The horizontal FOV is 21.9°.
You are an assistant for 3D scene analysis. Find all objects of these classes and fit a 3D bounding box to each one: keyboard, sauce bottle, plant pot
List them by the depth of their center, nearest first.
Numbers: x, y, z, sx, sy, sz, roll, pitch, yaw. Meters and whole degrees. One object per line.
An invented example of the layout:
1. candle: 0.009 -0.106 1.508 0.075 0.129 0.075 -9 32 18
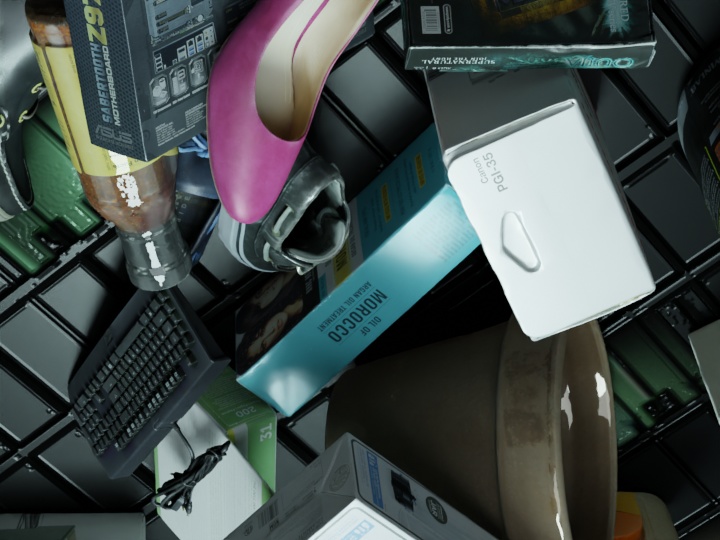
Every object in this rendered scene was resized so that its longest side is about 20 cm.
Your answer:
1. sauce bottle: -0.141 -0.077 1.086 0.066 0.066 0.201 -10 129 1
2. keyboard: -0.134 0.092 1.219 0.127 0.021 0.200 54 144 8
3. plant pot: 0.072 0.121 1.258 0.174 0.201 0.201 -3 127 17

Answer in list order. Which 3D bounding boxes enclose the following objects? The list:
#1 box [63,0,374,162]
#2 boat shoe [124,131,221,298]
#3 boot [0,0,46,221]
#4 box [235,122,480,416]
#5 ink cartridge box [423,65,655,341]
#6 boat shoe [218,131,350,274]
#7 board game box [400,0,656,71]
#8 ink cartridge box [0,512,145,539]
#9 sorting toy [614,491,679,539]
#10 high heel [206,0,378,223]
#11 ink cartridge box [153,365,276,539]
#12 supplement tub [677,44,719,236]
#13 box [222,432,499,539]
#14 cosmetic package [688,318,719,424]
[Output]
1. box: -0.076 -0.172 1.029 0.051 0.200 0.159 19 129 35
2. boat shoe: -0.097 -0.065 1.170 0.084 0.069 0.201 8 123 -11
3. boot: -0.180 -0.127 1.119 0.153 0.074 0.204 -11 126 -2
4. box: 0.000 0.000 1.217 0.049 0.082 0.200 37 114 -25
5. ink cartridge box: 0.099 -0.079 1.099 0.082 0.200 0.147 -22 124 10
6. boat shoe: -0.043 -0.030 1.140 0.072 0.071 0.200 -43 166 -8
7. board game box: 0.085 -0.204 1.023 0.134 0.201 0.028 0 157 -5
8. ink cartridge box: -0.256 0.258 1.368 0.199 0.084 0.146 1 125 -6
9. sorting toy: 0.146 0.209 1.312 0.199 0.185 0.037 6 120 -9
10. high heel: -0.021 -0.118 0.995 0.067 0.096 0.201 15 91 -52
11. ink cartridge box: -0.076 0.158 1.250 0.048 0.200 0.146 -20 130 -29
12. supplement tub: 0.272 -0.054 1.133 0.122 0.200 0.123 -3 126 -4
13. box: 0.026 0.199 1.134 0.117 0.060 0.200 -41 120 19
14. cosmetic package: 0.336 0.053 1.274 0.199 0.105 0.071 -26 123 14
